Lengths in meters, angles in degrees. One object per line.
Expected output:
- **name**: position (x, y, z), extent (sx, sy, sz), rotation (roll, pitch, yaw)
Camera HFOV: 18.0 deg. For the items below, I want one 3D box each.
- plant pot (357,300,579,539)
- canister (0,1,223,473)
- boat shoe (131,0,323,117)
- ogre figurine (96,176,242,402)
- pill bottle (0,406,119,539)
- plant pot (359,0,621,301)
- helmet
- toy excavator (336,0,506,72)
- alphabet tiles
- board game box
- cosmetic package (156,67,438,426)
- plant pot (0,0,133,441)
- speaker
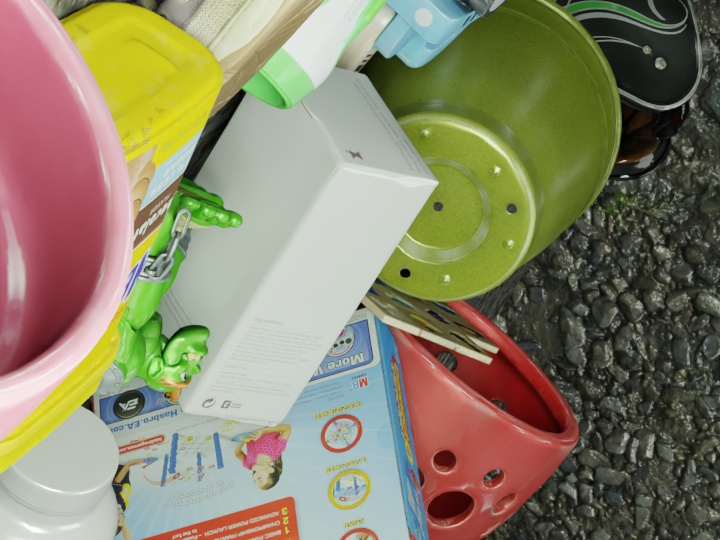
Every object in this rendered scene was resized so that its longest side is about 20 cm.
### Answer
- **plant pot**: position (0.025, 0.119, 1.599), extent (0.183, 0.200, 0.200), rotation (-51, 172, 12)
- **canister**: position (-0.150, -0.015, 1.076), extent (0.149, 0.086, 0.200), rotation (-44, 164, -54)
- **boat shoe**: position (-0.084, -0.116, 1.121), extent (0.072, 0.065, 0.200), rotation (-33, 176, -46)
- **ogre figurine**: position (-0.125, 0.005, 1.273), extent (0.120, 0.098, 0.200), rotation (-67, -157, 4)
- **pill bottle**: position (-0.209, 0.169, 1.380), extent (0.104, 0.104, 0.200), rotation (-44, 166, -50)
- **plant pot**: position (0.066, -0.074, 1.535), extent (0.201, 0.200, 0.193), rotation (-59, 180, 26)
- **helmet**: position (0.183, -0.168, 1.948), extent (0.200, 0.190, 0.201), rotation (179, -90, -84)
- **toy excavator**: position (0.015, -0.157, 1.447), extent (0.200, 0.100, 0.194), rotation (-51, 174, 34)
- **alphabet tiles**: position (0.000, 0.000, 1.501), extent (0.166, 0.200, 0.006), rotation (23, 102, -40)
- **board game box**: position (-0.063, 0.140, 1.417), extent (0.199, 0.197, 0.056), rotation (-16, 142, 10)
- **cosmetic package**: position (-0.051, -0.017, 1.372), extent (0.081, 0.113, 0.200), rotation (11, 126, -40)
- **plant pot**: position (-0.192, 0.000, 0.632), extent (0.179, 0.200, 0.200), rotation (-42, -179, 37)
- **speaker**: position (-0.007, -0.185, 1.205), extent (0.200, 0.088, 0.088), rotation (-54, 171, -9)
